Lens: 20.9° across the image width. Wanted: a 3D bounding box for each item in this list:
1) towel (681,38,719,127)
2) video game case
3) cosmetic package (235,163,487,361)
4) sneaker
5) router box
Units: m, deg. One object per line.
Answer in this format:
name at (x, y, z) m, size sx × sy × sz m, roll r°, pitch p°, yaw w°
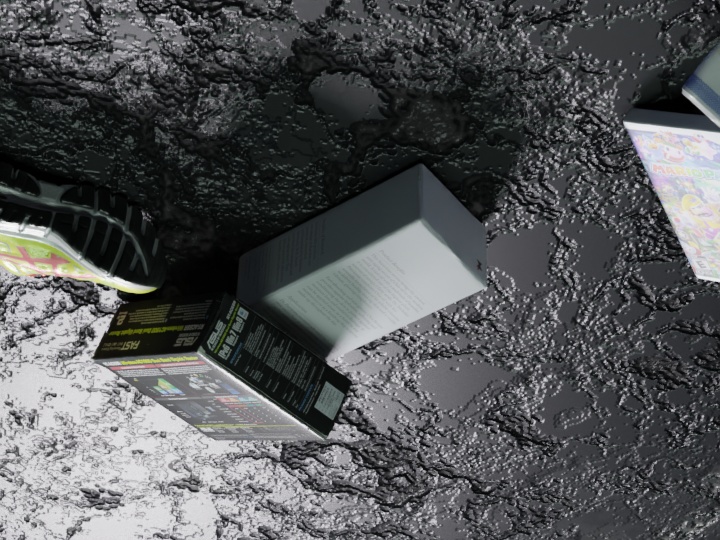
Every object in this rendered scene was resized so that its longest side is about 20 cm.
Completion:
towel at (0.340, -0.171, 1.442) m, size 0.146 × 0.024 × 0.201 m, roll 34°, pitch 97°, yaw -29°
video game case at (0.308, -0.052, 1.589) m, size 0.142 × 0.018 × 0.200 m, roll 11°, pitch 147°, yaw 39°
cosmetic package at (0.000, 0.000, 1.667) m, size 0.199 × 0.072 × 0.101 m, roll -25°, pitch 131°, yaw 27°
sneaker at (-0.261, -0.027, 1.659) m, size 0.199 × 0.079 × 0.090 m, roll 24°, pitch 141°, yaw -13°
router box at (-0.124, 0.087, 1.706) m, size 0.150 × 0.062 × 0.199 m, roll 36°, pitch 157°, yaw -27°
